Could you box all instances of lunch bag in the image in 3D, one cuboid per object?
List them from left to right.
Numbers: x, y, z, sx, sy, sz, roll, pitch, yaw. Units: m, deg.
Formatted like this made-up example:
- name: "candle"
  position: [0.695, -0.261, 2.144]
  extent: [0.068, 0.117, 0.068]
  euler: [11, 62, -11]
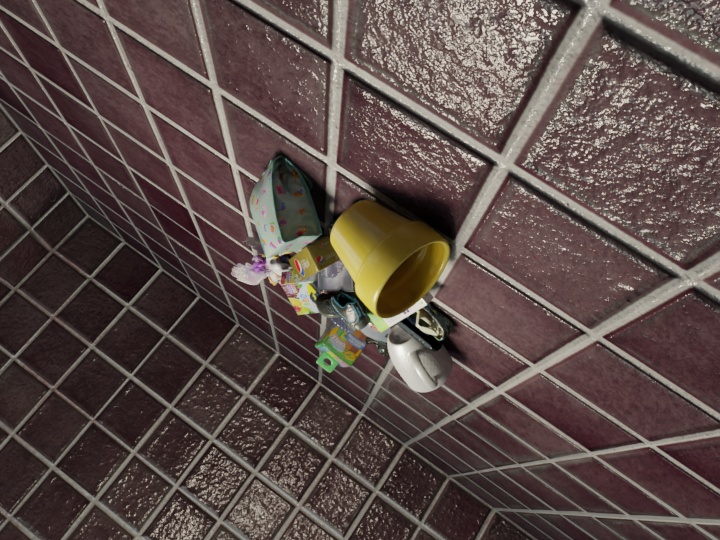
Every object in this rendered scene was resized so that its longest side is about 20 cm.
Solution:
- name: "lunch bag"
  position: [-0.183, -0.148, 1.374]
  extent: [0.170, 0.122, 0.201]
  euler: [-29, 76, 63]

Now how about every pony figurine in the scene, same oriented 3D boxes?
- name: "pony figurine"
  position: [-0.284, -0.020, 1.852]
  extent: [0.193, 0.167, 0.200]
  euler: [33, 147, -23]

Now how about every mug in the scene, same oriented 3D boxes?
- name: "mug"
  position: [0.159, 0.239, 1.606]
  extent: [0.176, 0.147, 0.200]
  euler: [55, -172, -33]

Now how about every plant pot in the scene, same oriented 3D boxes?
- name: "plant pot"
  position: [0.046, -0.038, 1.185]
  extent: [0.189, 0.201, 0.201]
  euler: [45, 166, 28]

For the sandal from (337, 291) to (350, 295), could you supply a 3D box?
- name: "sandal"
  position: [0.005, 0.003, 1.516]
  extent: [0.078, 0.070, 0.212]
  euler: [33, 137, 11]

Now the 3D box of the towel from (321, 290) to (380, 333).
- name: "towel"
  position: [0.004, 0.088, 1.632]
  extent: [0.200, 0.144, 0.023]
  euler: [33, 117, 12]

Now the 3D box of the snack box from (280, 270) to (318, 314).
- name: "snack box"
  position: [-0.152, 0.066, 1.830]
  extent: [0.142, 0.053, 0.200]
  euler: [-8, 148, 8]

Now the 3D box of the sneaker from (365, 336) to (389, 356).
- name: "sneaker"
  position: [0.106, 0.246, 1.855]
  extent: [0.200, 0.079, 0.075]
  euler: [34, 160, 5]

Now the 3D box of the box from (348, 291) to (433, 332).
- name: "box"
  position: [0.066, 0.054, 1.421]
  extent: [0.144, 0.036, 0.200]
  euler: [52, 137, -1]

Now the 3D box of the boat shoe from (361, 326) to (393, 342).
- name: "boat shoe"
  position: [0.066, 0.151, 1.697]
  extent: [0.202, 0.075, 0.086]
  euler: [25, -151, -29]

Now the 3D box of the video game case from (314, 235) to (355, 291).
- name: "video game case"
  position: [-0.064, -0.019, 1.505]
  extent: [0.200, 0.019, 0.143]
  euler: [-1, 93, 61]

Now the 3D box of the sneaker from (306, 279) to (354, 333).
- name: "sneaker"
  position: [-0.067, 0.091, 1.667]
  extent: [0.200, 0.082, 0.074]
  euler: [47, 147, 24]

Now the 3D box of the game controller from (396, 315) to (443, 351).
- name: "game controller"
  position: [0.134, 0.129, 1.536]
  extent: [0.200, 0.104, 0.042]
  euler: [39, 126, -3]

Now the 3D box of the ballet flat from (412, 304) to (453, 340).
- name: "ballet flat"
  position: [0.145, 0.105, 1.485]
  extent: [0.200, 0.074, 0.074]
  euler: [36, 160, 0]

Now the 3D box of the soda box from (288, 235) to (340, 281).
- name: "soda box"
  position: [-0.118, -0.027, 1.466]
  extent: [0.068, 0.064, 0.200]
  euler: [62, 159, -1]

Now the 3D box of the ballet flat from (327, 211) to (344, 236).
- name: "ballet flat"
  position: [-0.026, -0.091, 1.332]
  extent: [0.073, 0.073, 0.200]
  euler: [41, 161, -12]

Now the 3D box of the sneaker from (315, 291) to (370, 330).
- name: "sneaker"
  position: [-0.051, 0.082, 1.494]
  extent: [0.200, 0.073, 0.082]
  euler: [18, 138, 49]

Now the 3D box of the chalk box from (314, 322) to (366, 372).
- name: "chalk box"
  position: [-0.063, 0.240, 1.945]
  extent: [0.124, 0.200, 0.124]
  euler: [39, 160, -8]
